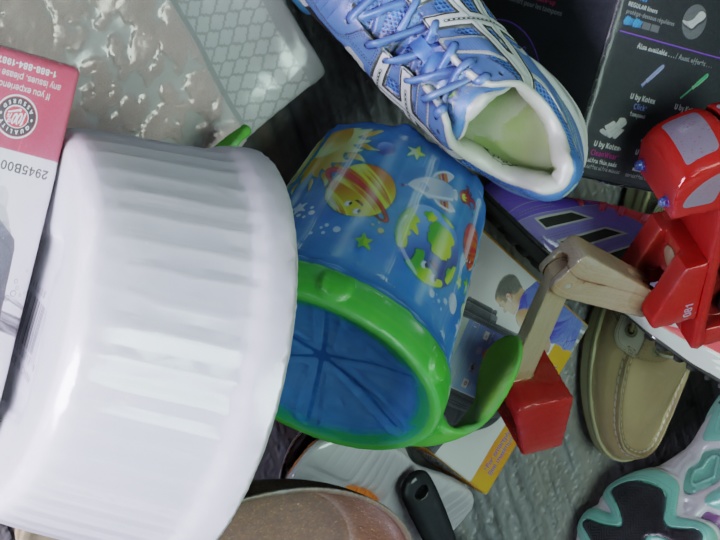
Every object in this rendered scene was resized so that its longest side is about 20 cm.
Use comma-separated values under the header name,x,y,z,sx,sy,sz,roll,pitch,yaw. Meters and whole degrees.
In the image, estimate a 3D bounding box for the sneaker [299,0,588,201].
name,x,y,z,sx,sy,sz,roll,pitch,yaw
sneaker,0.043,-0.110,1.205,0.200,0.077,0.076,39,101,-12

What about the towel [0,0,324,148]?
name,x,y,z,sx,sy,sz,roll,pitch,yaw
towel,-0.122,-0.114,1.184,0.191,0.032,0.201,-43,127,-20

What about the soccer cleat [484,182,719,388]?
name,x,y,z,sx,sy,sz,roll,pitch,yaw
soccer cleat,0.157,-0.009,1.395,0.199,0.068,0.073,32,101,-15

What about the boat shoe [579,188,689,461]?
name,x,y,z,sx,sy,sz,roll,pitch,yaw
boat shoe,0.186,0.026,1.470,0.072,0.065,0.202,2,105,-40

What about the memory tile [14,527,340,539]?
name,x,y,z,sx,sy,sz,roll,pitch,yaw
memory tile,-0.117,0.174,1.255,0.199,0.017,0.154,14,123,-39

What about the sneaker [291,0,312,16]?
name,x,y,z,sx,sy,sz,roll,pitch,yaw
sneaker,0.033,-0.212,1.244,0.201,0.082,0.073,-54,134,-9

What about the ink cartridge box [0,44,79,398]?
name,x,y,z,sx,sy,sz,roll,pitch,yaw
ink cartridge box,-0.219,-0.011,1.047,0.145,0.084,0.202,13,93,-44

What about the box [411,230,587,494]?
name,x,y,z,sx,sy,sz,roll,pitch,yaw
box,0.037,0.030,1.365,0.200,0.041,0.120,39,79,-44

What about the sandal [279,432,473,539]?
name,x,y,z,sx,sy,sz,roll,pitch,yaw
sandal,-0.004,0.120,1.357,0.079,0.059,0.206,-48,153,5

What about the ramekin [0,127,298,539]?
name,x,y,z,sx,sy,sz,roll,pitch,yaw
ramekin,-0.114,0.032,1.105,0.097,0.200,0.202,13,98,-24

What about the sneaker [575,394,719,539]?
name,x,y,z,sx,sy,sz,roll,pitch,yaw
sneaker,0.228,0.154,1.548,0.200,0.078,0.140,-40,151,5

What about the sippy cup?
name,x,y,z,sx,sy,sz,roll,pitch,yaw
sippy cup,0.000,0.000,1.234,0.131,0.139,0.178,-66,148,-31

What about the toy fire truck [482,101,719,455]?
name,x,y,z,sx,sy,sz,roll,pitch,yaw
toy fire truck,0.143,0.003,1.306,0.140,0.049,0.201,-14,138,-17

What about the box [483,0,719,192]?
name,x,y,z,sx,sy,sz,roll,pitch,yaw
box,0.137,-0.154,1.324,0.105,0.122,0.202,9,101,-41

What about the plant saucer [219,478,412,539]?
name,x,y,z,sx,sy,sz,roll,pitch,yaw
plant saucer,-0.069,0.170,1.236,0.199,0.037,0.201,-18,139,-16

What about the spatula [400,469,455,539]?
name,x,y,z,sx,sy,sz,roll,pitch,yaw
spatula,0.047,0.162,1.396,0.056,0.021,0.200,-40,152,-13
